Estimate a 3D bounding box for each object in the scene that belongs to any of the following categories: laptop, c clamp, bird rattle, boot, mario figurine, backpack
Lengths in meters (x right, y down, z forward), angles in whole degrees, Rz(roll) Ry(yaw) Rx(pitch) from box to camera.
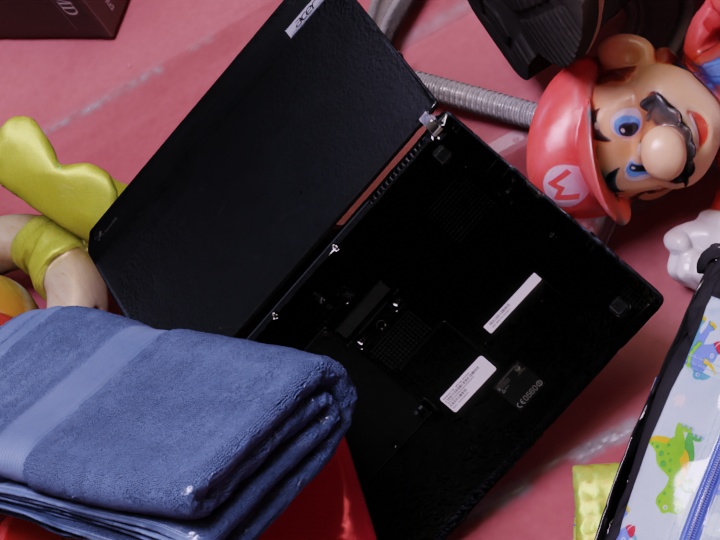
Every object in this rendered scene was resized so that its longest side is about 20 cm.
[{"bbox_3d":[0.000,0.000,1.050,0.177,0.200,0.103,-48,10,14],"label":"laptop"},{"bbox_3d":[0.074,-0.101,1.151,0.199,0.027,0.171,24,73,34],"label":"c clamp"},{"bbox_3d":[-0.163,0.037,1.159,0.162,0.112,0.201,-13,68,32],"label":"bird rattle"},{"bbox_3d":[0.118,-0.157,1.045,0.138,0.200,0.078,-35,95,-2],"label":"boot"},{"bbox_3d":[0.169,-0.068,1.030,0.199,0.106,0.124,-20,72,5],"label":"mario figurine"},{"bbox_3d":[0.149,0.110,0.880,0.153,0.163,0.200,34,85,22],"label":"backpack"}]

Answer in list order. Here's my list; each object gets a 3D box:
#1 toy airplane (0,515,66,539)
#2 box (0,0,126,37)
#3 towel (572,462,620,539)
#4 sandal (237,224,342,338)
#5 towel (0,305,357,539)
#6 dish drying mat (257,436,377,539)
[{"bbox_3d":[-0.119,0.207,0.973,0.199,0.141,0.201,8,86,47],"label":"toy airplane"},{"bbox_3d":[-0.230,-0.182,1.303,0.199,0.100,0.075,1,61,27],"label":"box"},{"bbox_3d":[0.176,0.134,0.958,0.199,0.023,0.144,-6,59,22],"label":"towel"},{"bbox_3d":[-0.005,0.015,1.099,0.199,0.054,0.082,3,104,33],"label":"sandal"},{"bbox_3d":[-0.100,0.066,0.979,0.199,0.049,0.112,8,40,44],"label":"towel"},{"bbox_3d":[-0.016,0.167,0.987,0.076,0.018,0.201,-19,76,13],"label":"dish drying mat"}]
